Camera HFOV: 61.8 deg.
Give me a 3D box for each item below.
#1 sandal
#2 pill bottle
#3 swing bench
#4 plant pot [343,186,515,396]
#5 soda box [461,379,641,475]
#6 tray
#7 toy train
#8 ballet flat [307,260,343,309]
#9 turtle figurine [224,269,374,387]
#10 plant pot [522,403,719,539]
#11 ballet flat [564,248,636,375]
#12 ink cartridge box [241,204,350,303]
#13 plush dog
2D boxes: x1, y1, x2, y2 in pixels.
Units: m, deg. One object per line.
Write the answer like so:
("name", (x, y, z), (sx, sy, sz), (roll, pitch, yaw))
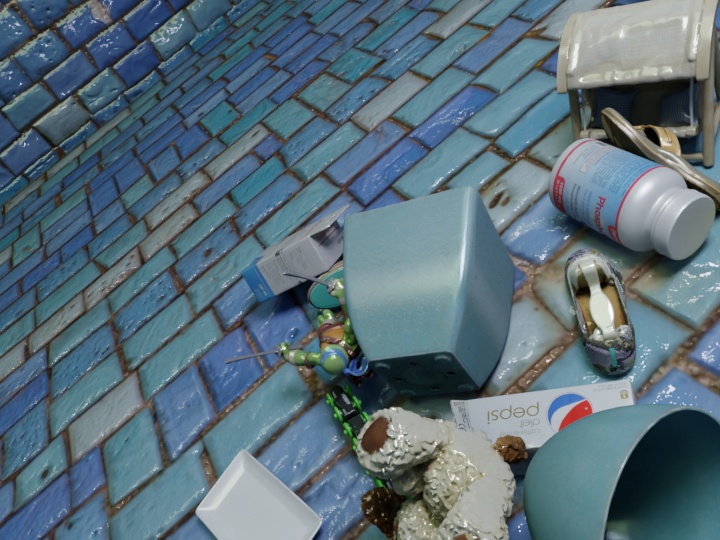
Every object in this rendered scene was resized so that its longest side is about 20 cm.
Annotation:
("sandal", (0.407, -0.156, 0.807), (0.054, 0.080, 0.200), (-45, 64, 1))
("pill bottle", (0.352, -0.094, 0.794), (0.108, 0.110, 0.200), (-38, 38, -5))
("swing bench", (0.400, -0.266, 0.857), (0.195, 0.201, 0.131), (7, 54, 40))
("plant pot", (0.088, 0.048, 0.791), (0.191, 0.197, 0.204), (-10, 53, 27))
("soda box", (0.205, 0.179, 0.665), (0.195, 0.064, 0.069), (-14, 44, 26))
("tray", (-0.136, 0.329, 0.798), (0.198, 0.022, 0.108), (20, 63, 46))
("toy train", (0.008, 0.222, 0.772), (0.041, 0.057, 0.200), (-26, 37, -12))
("ballet flat", (0.000, 0.000, 1.008), (0.196, 0.069, 0.067), (-27, 19, 2))
("turtle figurine", (-0.060, 0.065, 0.859), (0.195, 0.148, 0.194), (14, 12, 6))
("plant pot", (0.224, 0.213, 0.534), (0.201, 0.200, 0.134), (-51, 22, -20))
("ballet flat", (0.294, 0.029, 0.746), (0.070, 0.073, 0.204), (-18, 42, 20))
("ink cartridge box", (-0.096, -0.029, 1.040), (0.197, 0.068, 0.116), (-25, 14, 28))
("plush dog", (0.087, 0.251, 0.615), (0.200, 0.158, 0.175), (43, 124, 39))
